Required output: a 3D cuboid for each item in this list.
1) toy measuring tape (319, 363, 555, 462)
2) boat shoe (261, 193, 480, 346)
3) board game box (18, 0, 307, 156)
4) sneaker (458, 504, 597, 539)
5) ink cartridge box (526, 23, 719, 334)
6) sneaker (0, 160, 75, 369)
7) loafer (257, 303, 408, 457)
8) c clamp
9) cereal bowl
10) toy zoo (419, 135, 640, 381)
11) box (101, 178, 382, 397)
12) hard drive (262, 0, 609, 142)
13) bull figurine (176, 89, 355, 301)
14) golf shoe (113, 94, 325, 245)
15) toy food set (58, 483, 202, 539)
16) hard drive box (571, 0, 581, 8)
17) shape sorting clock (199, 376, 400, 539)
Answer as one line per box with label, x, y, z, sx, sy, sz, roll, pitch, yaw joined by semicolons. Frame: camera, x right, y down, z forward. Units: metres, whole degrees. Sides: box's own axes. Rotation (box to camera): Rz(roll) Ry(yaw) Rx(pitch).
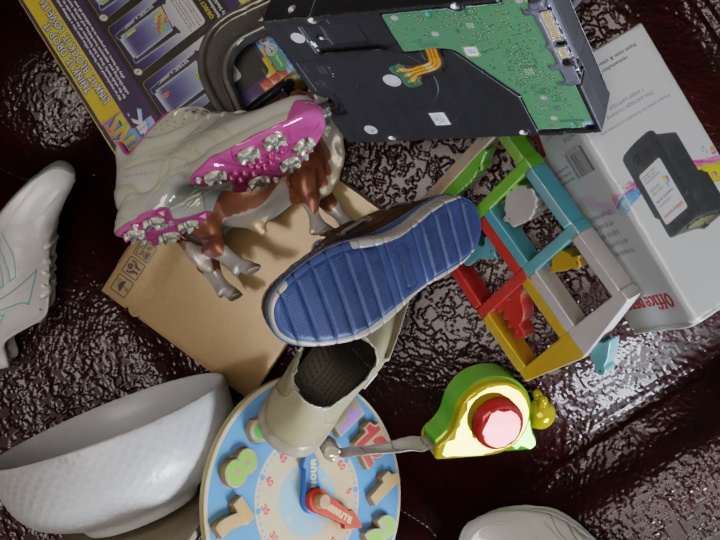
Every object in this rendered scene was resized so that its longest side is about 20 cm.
toy measuring tape;0.065;0.111;0.986;0.199;0.074;0.074;-2;95;-17
boat shoe;0.000;0.000;0.932;0.072;0.199;0.073;8;116;52
board game box;-0.160;-0.190;1.016;0.165;0.057;0.201;-34;81;10
sneaker;0.172;0.248;0.982;0.199;0.099;0.078;18;97;8
ink cartridge box;0.206;-0.062;0.925;0.083;0.146;0.201;-31;89;-8
sneaker;-0.289;-0.004;1.065;0.080;0.070;0.201;33;105;-3
loafer;-0.008;0.056;0.969;0.075;0.068;0.201;33;57;-7
c clamp;-0.022;-0.150;0.945;0.199;0.027;0.172;-19;82;5
cereal bowl;-0.189;0.156;0.990;0.199;0.200;0.084;-19;95;11
toy zoo;0.131;-0.003;0.959;0.201;0.020;0.131;56;136;12
box;-0.102;-0.017;1.049;0.163;0.021;0.201;36;99;5
hard drive;0.052;-0.142;0.824;0.199;0.140;0.038;2;60;31
bull figurine;-0.068;-0.067;0.989;0.199;0.065;0.122;-29;74;10
golf shoe;-0.115;-0.093;0.920;0.199;0.075;0.092;-26;68;28
toy food set;-0.173;0.230;0.990;0.143;0.200;0.061;-16;97;11
hard drive box;0.101;-0.282;0.967;0.200;0.077;0.156;41;100;4
shape sorting clock;-0.041;0.183;0.983;0.039;0.199;0.201;-10;93;45
